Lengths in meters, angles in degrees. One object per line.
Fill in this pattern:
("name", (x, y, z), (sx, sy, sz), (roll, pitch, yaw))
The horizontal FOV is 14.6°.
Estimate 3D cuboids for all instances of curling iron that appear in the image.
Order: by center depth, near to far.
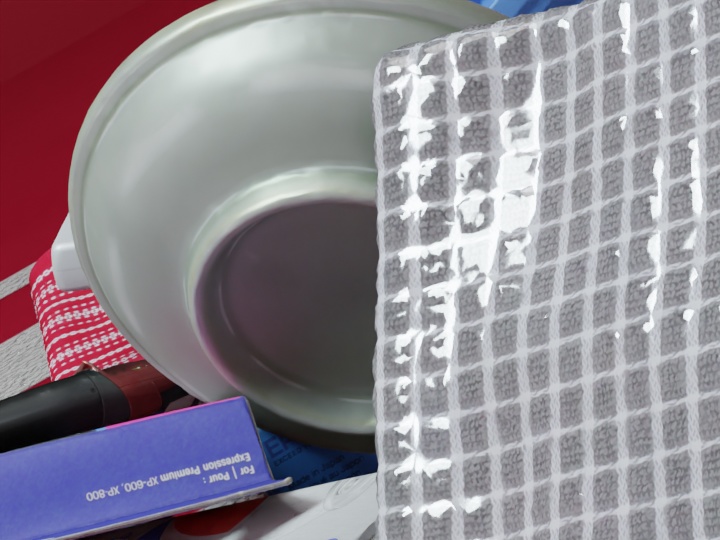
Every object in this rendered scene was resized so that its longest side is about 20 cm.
("curling iron", (-0.087, 0.035, 0.993), (0.199, 0.050, 0.026), (-21, 40, -29))

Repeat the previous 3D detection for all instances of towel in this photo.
("towel", (0.079, 0.014, 0.754), (0.085, 0.201, 0.165), (13, -20, -38))
("towel", (-0.067, -0.002, 1.159), (0.144, 0.023, 0.200), (-26, 18, -3))

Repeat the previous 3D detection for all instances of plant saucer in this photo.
("plant saucer", (0.000, 0.000, 0.911), (0.200, 0.200, 0.050), (-23, 35, 27))

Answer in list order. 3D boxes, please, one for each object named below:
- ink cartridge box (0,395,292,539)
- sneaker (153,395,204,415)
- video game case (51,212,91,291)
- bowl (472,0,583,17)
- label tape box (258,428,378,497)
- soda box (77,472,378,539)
("ink cartridge box", (-0.088, 0.071, 0.934), (0.094, 0.037, 0.200), (-13, -1, -13))
("sneaker", (-0.094, 0.055, 1.211), (0.200, 0.082, 0.074), (-38, 18, -29))
("video game case", (-0.014, -0.041, 1.123), (0.199, 0.023, 0.182), (-8, 17, 4))
("bowl", (0.094, -0.148, 1.097), (0.201, 0.039, 0.201), (-56, 7, 11))
("label tape box", (0.014, 0.033, 1.099), (0.144, 0.063, 0.200), (-30, 13, -4))
("soda box", (-0.045, 0.118, 0.896), (0.200, 0.068, 0.063), (-17, 18, 46))
